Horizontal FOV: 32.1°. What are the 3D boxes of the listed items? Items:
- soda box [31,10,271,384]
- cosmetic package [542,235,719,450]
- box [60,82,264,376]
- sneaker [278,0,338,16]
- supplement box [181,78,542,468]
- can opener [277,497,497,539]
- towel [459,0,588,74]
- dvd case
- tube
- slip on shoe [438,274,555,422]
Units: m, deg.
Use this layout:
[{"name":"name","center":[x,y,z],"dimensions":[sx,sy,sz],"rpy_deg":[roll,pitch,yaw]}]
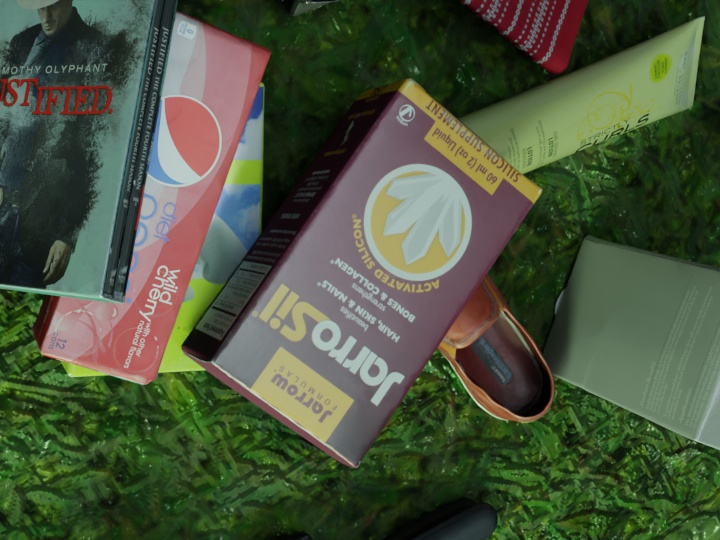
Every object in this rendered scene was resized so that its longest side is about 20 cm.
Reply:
[{"name":"soda box","center":[-0.120,-0.042,0.707],"dimensions":[0.070,0.063,0.201],"rpy_deg":[19,91,-20]},{"name":"cosmetic package","center":[0.209,0.048,0.818],"dimensions":[0.090,0.200,0.107],"rpy_deg":[19,93,-19]},{"name":"box","center":[-0.121,-0.039,0.766],"dimensions":[0.121,0.048,0.201],"rpy_deg":[-2,99,-20]},{"name":"sneaker","center":[-0.015,-0.200,0.775],"dimensions":[0.199,0.066,0.091],"rpy_deg":[5,112,-28]},{"name":"supplement box","center":[0.000,0.000,0.745],"dimensions":[0.110,0.086,0.200],"rpy_deg":[37,80,-16]},{"name":"can opener","center":[0.005,0.203,0.836],"dimensions":[0.199,0.063,0.079],"rpy_deg":[-20,103,-16]},{"name":"towel","center":[0.093,-0.226,0.782],"dimensions":[0.200,0.022,0.145],"rpy_deg":[26,81,-45]},{"name":"dvd case","center":[-0.168,-0.087,0.682],"dimensions":[0.022,0.146,0.201],"rpy_deg":[19,79,-55]},{"name":"tube","center":[0.151,-0.110,0.852],"dimensions":[0.199,0.058,0.052],"rpy_deg":[-23,88,-18]},{"name":"slip on shoe","center":[0.065,0.025,0.835],"dimensions":[0.074,0.061,0.200],"rpy_deg":[-41,107,-8]}]
